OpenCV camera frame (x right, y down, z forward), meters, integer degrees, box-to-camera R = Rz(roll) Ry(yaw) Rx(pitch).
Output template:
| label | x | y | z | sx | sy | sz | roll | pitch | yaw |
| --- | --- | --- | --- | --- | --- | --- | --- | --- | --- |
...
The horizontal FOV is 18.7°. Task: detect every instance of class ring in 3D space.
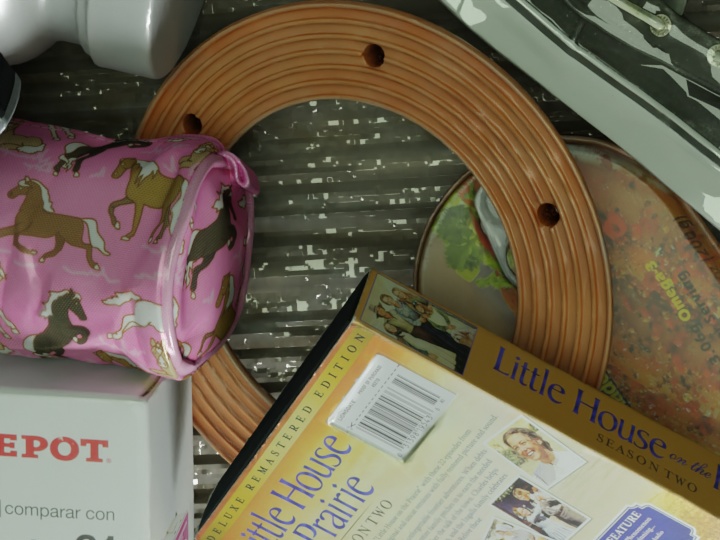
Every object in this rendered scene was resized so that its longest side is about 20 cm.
| label | x | y | z | sx | sy | sz | roll | pitch | yaw |
| --- | --- | --- | --- | --- | --- | --- | --- | --- | --- |
| ring | 0.000 | 0.000 | 0.792 | 0.200 | 0.019 | 0.201 | 10 | 112 | 25 |

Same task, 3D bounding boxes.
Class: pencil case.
| label | x | y | z | sx | sy | sz | roll | pitch | yaw |
| --- | --- | --- | --- | --- | --- | --- | --- | --- | --- |
| pencil case | -0.135 | -0.018 | 0.789 | 0.199 | 0.083 | 0.087 | 11 | 122 | 18 |

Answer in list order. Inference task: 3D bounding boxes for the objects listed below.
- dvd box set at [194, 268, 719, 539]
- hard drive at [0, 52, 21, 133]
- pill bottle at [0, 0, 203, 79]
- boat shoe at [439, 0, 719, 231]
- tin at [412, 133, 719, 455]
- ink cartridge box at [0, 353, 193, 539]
| label | x | y | z | sx | sy | sz | roll | pitch | yaw |
| --- | --- | --- | --- | --- | --- | --- | --- | --- | --- |
| dvd box set | 0.057 | 0.095 | 0.766 | 0.200 | 0.029 | 0.146 | 28 | 135 | -7 |
| hard drive | -0.210 | -0.054 | 0.733 | 0.200 | 0.042 | 0.135 | -33 | 96 | 30 |
| pill bottle | -0.155 | -0.138 | 0.774 | 0.199 | 0.116 | 0.116 | 16 | 100 | 5 |
| boat shoe | 0.088 | -0.088 | 0.763 | 0.200 | 0.071 | 0.064 | 40 | 103 | 12 |
| tin | 0.101 | 0.041 | 0.808 | 0.112 | 0.042 | 0.200 | -34 | 93 | 7 |
| ink cartridge box | -0.139 | 0.123 | 0.821 | 0.144 | 0.085 | 0.201 | 2 | 103 | 7 |
